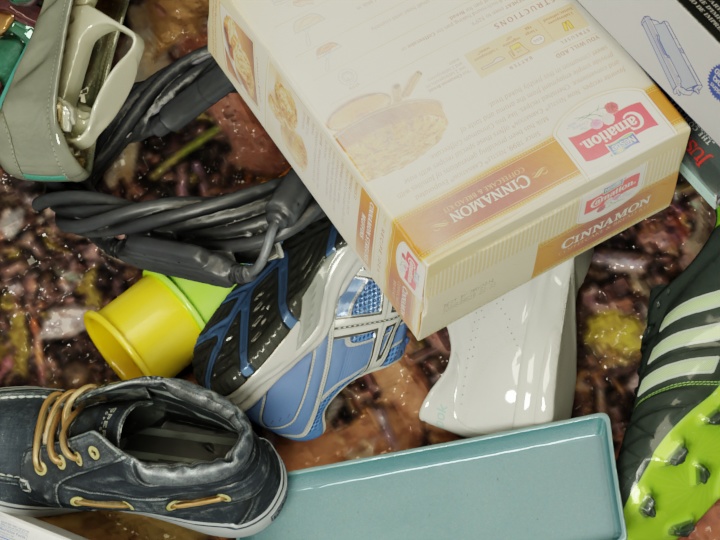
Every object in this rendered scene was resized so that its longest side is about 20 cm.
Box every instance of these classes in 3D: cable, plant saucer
[{"bbox_3d":[-0.083,-0.068,1.408,0.199,0.051,0.163,11,56,39],"label":"cable"},{"bbox_3d":[0.034,0.124,1.361,0.199,0.019,0.070,-11,66,10],"label":"plant saucer"}]

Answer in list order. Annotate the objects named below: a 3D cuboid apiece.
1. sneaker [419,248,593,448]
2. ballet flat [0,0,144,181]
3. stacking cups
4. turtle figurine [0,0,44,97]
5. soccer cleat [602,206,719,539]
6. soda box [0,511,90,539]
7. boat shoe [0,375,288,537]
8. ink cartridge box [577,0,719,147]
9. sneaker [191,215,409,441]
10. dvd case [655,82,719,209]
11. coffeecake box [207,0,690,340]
[{"bbox_3d":[0.075,-0.008,1.413,0.088,0.075,0.201,4,68,16],"label":"sneaker"},{"bbox_3d":[-0.134,-0.139,1.398,0.063,0.067,0.201,10,77,26],"label":"ballet flat"},{"bbox_3d":[-0.053,-0.014,1.428,0.200,0.061,0.061,-40,71,-19],"label":"stacking cups"},{"bbox_3d":[-0.194,-0.144,1.448,0.100,0.150,0.201,25,77,-7],"label":"turtle figurine"},{"bbox_3d":[0.172,0.053,1.388,0.081,0.067,0.201,20,78,48],"label":"soccer cleat"},{"bbox_3d":[-0.092,0.183,1.328,0.199,0.068,0.064,21,86,10],"label":"soda box"},{"bbox_3d":[-0.138,0.083,1.358,0.199,0.091,0.071,6,66,13],"label":"boat shoe"},{"bbox_3d":[0.157,-0.138,1.312,0.094,0.044,0.200,-21,61,-46],"label":"ink cartridge box"},{"bbox_3d":[0.000,0.000,1.390,0.200,0.077,0.076,-48,34,-4],"label":"sneaker"},{"bbox_3d":[0.209,-0.145,1.368,0.200,0.022,0.146,-39,70,-7],"label":"dvd case"},{"bbox_3d":[0.040,-0.089,1.322,0.153,0.073,0.200,-27,64,-18],"label":"coffeecake box"}]
